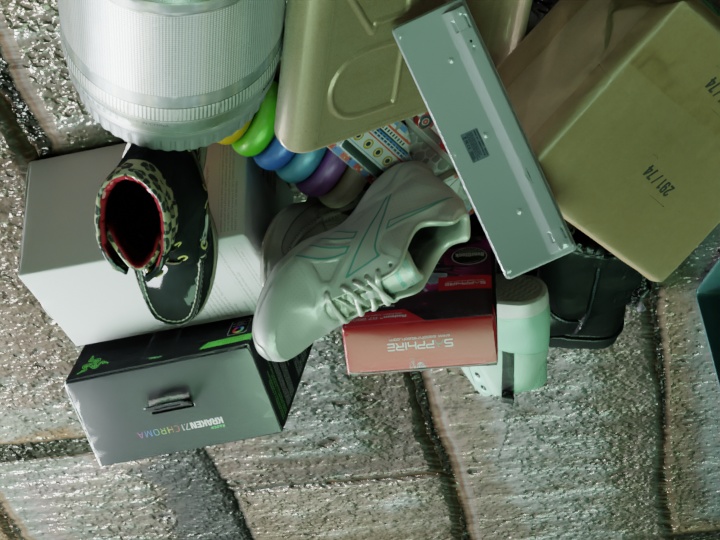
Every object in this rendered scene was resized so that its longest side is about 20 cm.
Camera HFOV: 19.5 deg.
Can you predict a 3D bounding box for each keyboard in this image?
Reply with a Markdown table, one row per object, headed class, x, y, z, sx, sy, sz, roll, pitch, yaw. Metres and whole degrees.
| class | x | y | z | sx | sy | sz | roll | pitch | yaw |
| --- | --- | --- | --- | --- | --- | --- | --- | --- | --- |
| keyboard | 0.089 | -0.093 | 1.496 | 0.056 | 0.011 | 0.200 | -23 | 101 | 15 |

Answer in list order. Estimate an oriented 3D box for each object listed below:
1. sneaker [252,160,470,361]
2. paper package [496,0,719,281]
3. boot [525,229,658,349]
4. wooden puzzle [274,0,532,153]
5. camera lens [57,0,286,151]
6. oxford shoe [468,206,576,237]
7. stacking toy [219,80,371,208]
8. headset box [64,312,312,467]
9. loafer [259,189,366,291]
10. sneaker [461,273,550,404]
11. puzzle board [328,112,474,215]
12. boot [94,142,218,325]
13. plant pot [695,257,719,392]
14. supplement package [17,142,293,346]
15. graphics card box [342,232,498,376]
| class | x | y | z | sx | sy | sz | roll | pitch | yaw |
| --- | --- | --- | --- | --- | --- | --- | --- | --- | --- |
| sneaker | 0.000 | 0.000 | 1.617 | 0.200 | 0.080 | 0.070 | -44 | 138 | -8 |
| paper package | 0.212 | -0.118 | 1.583 | 0.191 | 0.104 | 0.200 | -48 | 131 | 13 |
| boot | 0.166 | 0.007 | 1.868 | 0.197 | 0.074 | 0.163 | 1 | 147 | -8 |
| wooden puzzle | 0.031 | -0.187 | 1.511 | 0.199 | 0.046 | 0.186 | -17 | 138 | -25 |
| camera lens | -0.130 | -0.198 | 1.449 | 0.159 | 0.160 | 0.200 | 2 | 148 | -5 |
| oxford shoe | 0.167 | -0.051 | 1.764 | 0.199 | 0.085 | 0.073 | -4 | 146 | 2 |
| stacking toy | -0.086 | -0.120 | 1.656 | 0.199 | 0.086 | 0.085 | 21 | 142 | -24 |
| headset box | -0.144 | 0.074 | 1.826 | 0.174 | 0.200 | 0.093 | -11 | 117 | 17 |
| loafer | -0.027 | -0.025 | 1.716 | 0.070 | 0.200 | 0.070 | 8 | 114 | 18 |
| sneaker | 0.071 | 0.060 | 1.847 | 0.200 | 0.074 | 0.119 | 7 | 124 | 23 |
| puzzle board | 0.065 | -0.117 | 1.649 | 0.151 | 0.017 | 0.200 | -45 | 135 | 7 |
| boot | -0.157 | -0.023 | 1.575 | 0.073 | 0.154 | 0.204 | 6 | 119 | 6 |
| plant pot | 0.430 | 0.045 | 1.879 | 0.199 | 0.142 | 0.141 | 1 | 149 | -18 |
| supplement package | -0.168 | -0.030 | 1.750 | 0.199 | 0.120 | 0.121 | -10 | 146 | 14 |
| graphics card box | 0.052 | 0.014 | 1.760 | 0.125 | 0.200 | 0.051 | -5 | 117 | 6 |
